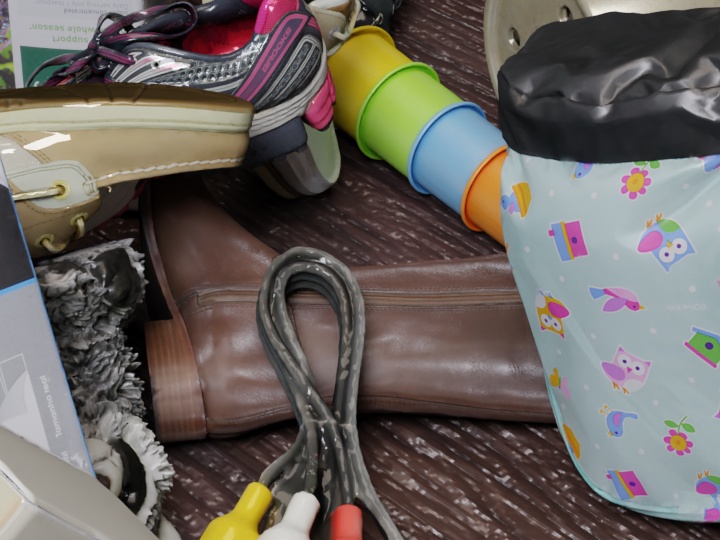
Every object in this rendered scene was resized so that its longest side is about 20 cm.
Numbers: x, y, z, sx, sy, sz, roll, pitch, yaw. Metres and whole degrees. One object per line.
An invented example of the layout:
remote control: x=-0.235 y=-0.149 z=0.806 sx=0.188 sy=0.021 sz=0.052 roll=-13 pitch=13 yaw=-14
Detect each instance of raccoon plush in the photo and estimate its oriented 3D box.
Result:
raccoon plush: x=-0.119 y=0.060 z=0.773 sx=0.096 sy=0.135 sz=0.200 roll=-14 pitch=6 yaw=2

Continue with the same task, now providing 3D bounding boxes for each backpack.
backpack: x=0.137 y=-0.001 z=0.752 sx=0.167 sy=0.201 sz=0.126 roll=5 pitch=29 yaw=45

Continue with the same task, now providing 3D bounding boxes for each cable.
cable: x=-0.013 y=0.073 z=0.725 sx=0.097 sy=0.050 sz=0.201 roll=9 pitch=59 yaw=3

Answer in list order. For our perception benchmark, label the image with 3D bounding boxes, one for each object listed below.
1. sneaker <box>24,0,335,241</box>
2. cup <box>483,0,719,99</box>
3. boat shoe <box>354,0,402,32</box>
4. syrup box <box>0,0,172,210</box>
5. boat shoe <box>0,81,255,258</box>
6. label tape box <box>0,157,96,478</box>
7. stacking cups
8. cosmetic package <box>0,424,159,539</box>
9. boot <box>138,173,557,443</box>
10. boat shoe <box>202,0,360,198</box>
sneaker: x=-0.112 y=-0.075 z=0.814 sx=0.199 sy=0.075 sz=0.081 roll=-23 pitch=49 yaw=-8
cup: x=0.145 y=-0.117 z=0.894 sx=0.143 sy=0.201 sz=0.200 roll=-17 pitch=42 yaw=-25
boat shoe: x=-0.009 y=-0.169 z=1.060 sx=0.074 sy=0.066 sz=0.200 roll=14 pitch=39 yaw=13
syrup box: x=-0.136 y=-0.132 z=0.893 sx=0.078 sy=0.201 sz=0.082 roll=4 pitch=36 yaw=2
boat shoe: x=-0.141 y=-0.038 z=0.746 sx=0.199 sy=0.067 sz=0.074 roll=-5 pitch=11 yaw=-5
label tape box: x=-0.191 y=0.053 z=0.593 sx=0.066 sy=0.144 sz=0.200 roll=-6 pitch=13 yaw=43
stacking cups: x=0.053 y=-0.048 z=0.925 sx=0.060 sy=0.061 sz=0.200 roll=-23 pitch=49 yaw=-30
cosmetic package: x=-0.148 y=0.140 z=0.540 sx=0.071 sy=0.105 sz=0.200 roll=37 pitch=86 yaw=36
boot: x=0.000 y=0.000 z=0.843 sx=0.199 sy=0.064 sz=0.187 roll=-5 pitch=51 yaw=-6
boat shoe: x=-0.036 y=-0.123 z=0.884 sx=0.068 sy=0.201 sz=0.075 roll=-9 pitch=35 yaw=14
